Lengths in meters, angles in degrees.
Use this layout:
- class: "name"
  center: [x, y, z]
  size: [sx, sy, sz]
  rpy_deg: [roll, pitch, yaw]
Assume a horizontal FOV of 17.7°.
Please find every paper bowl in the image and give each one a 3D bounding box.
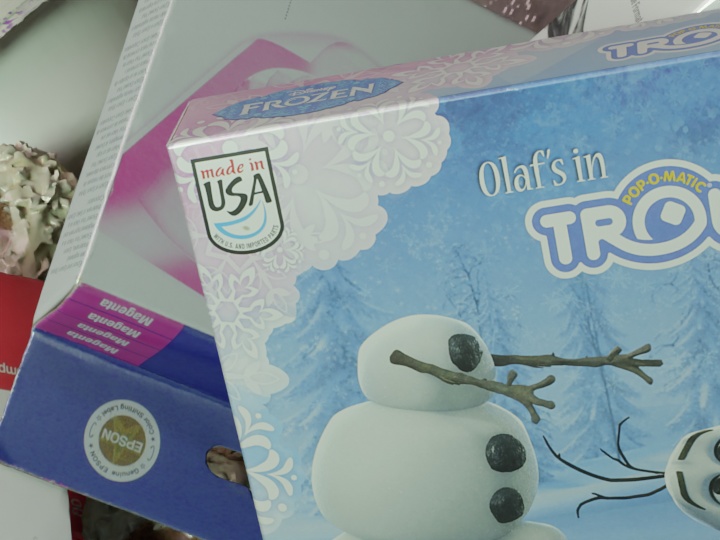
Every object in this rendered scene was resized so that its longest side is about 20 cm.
- class: "paper bowl"
  center: [-0.143, -0.052, 0.952]
  size: [0.104, 0.201, 0.201]
  rpy_deg: [40, 99, 16]

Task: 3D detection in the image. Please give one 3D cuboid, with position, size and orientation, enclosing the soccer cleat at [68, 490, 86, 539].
- class: "soccer cleat"
  center: [-0.119, 0.108, 0.871]
  size: [0.073, 0.068, 0.200]
  rpy_deg: [-59, 38, 3]

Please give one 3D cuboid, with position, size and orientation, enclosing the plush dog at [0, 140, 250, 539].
- class: "plush dog"
  center: [-0.040, 0.020, 0.867]
  size: [0.171, 0.160, 0.201]
  rpy_deg: [-36, 73, 6]

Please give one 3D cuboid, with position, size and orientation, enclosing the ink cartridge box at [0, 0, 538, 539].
- class: "ink cartridge box"
  center: [0.000, 0.000, 0.768]
  size: [0.043, 0.195, 0.201]
  rpy_deg: [-15, 55, 62]

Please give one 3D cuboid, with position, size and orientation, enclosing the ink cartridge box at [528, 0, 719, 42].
- class: "ink cartridge box"
  center: [0.102, -0.009, 0.691]
  size: [0.200, 0.145, 0.084]
  rpy_deg: [-41, 18, 19]

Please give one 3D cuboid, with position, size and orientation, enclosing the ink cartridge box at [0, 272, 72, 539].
- class: "ink cartridge box"
  center: [-0.162, 0.115, 0.756]
  size: [0.147, 0.082, 0.201]
  rpy_deg: [-38, 51, 42]

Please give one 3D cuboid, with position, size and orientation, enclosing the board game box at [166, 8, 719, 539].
- class: "board game box"
  center: [0.066, 0.036, 0.640]
  size: [0.199, 0.200, 0.043]
  rpy_deg: [-9, 20, 10]
